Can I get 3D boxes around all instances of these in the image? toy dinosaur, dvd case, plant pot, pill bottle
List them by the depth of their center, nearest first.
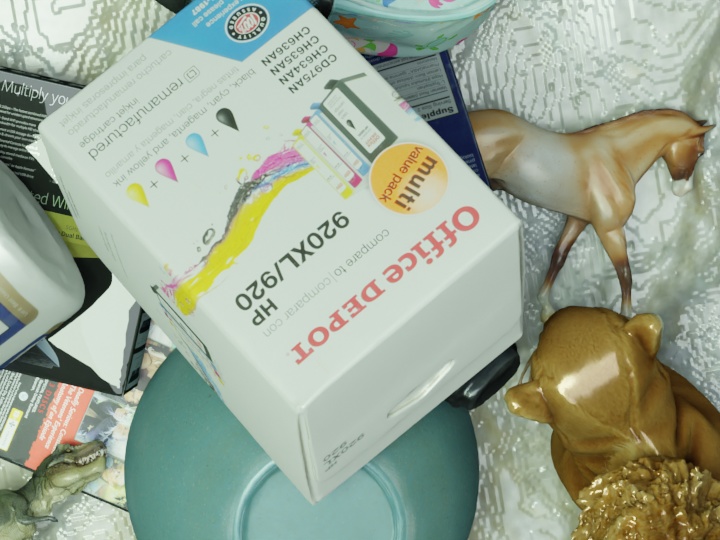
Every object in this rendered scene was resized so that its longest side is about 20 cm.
[{"bbox_3d":[-0.250,0.031,1.408,0.200,0.111,0.111,-36,99,7],"label":"pill bottle"},{"bbox_3d":[-0.028,0.123,1.468,0.199,0.135,0.202,-1,99,-5],"label":"plant pot"},{"bbox_3d":[-0.215,0.167,1.483,0.199,0.048,0.088,-26,64,-16],"label":"toy dinosaur"},{"bbox_3d":[-0.105,0.068,1.533,0.199,0.022,0.147,23,96,-5],"label":"dvd case"}]

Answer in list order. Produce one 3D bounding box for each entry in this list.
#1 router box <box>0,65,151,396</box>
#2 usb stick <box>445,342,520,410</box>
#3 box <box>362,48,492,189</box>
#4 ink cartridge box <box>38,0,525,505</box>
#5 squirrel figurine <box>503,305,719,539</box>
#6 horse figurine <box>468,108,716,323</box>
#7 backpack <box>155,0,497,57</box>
[{"bbox_3d":[-0.203,-0.032,1.481,0.199,0.052,0.158,14,95,3],"label":"router box"},{"bbox_3d":[0.000,0.000,1.478,0.200,0.033,0.055,40,56,19],"label":"usb stick"},{"bbox_3d":[0.004,-0.055,1.464,0.120,0.032,0.201,-16,64,0],"label":"box"},{"bbox_3d":[-0.034,-0.019,1.352,0.147,0.145,0.200,-39,71,-12],"label":"ink cartridge box"},{"bbox_3d":[0.157,0.112,1.453,0.141,0.200,0.187,-24,123,6],"label":"squirrel figurine"},{"bbox_3d":[0.089,-0.040,1.515,0.199,0.050,0.133,13,98,-5],"label":"horse figurine"},{"bbox_3d":[-0.004,-0.208,1.433,0.199,0.151,0.179,14,75,-10],"label":"backpack"}]
